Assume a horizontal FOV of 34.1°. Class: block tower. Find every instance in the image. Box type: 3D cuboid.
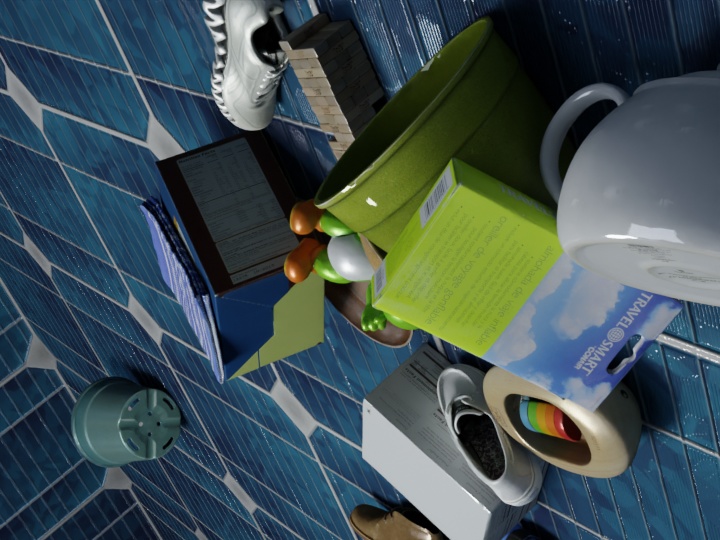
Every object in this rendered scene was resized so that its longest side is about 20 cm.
[{"bbox_3d":[-0.004,-0.148,1.142,0.058,0.054,0.201,10,134,55],"label":"block tower"}]

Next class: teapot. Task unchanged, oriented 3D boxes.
[{"bbox_3d":[0.223,-0.064,0.755,0.198,0.148,0.197,13,172,2],"label":"teapot"}]

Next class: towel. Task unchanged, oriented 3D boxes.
[{"bbox_3d":[-0.209,0.021,1.382,0.146,0.024,0.200,84,160,-43],"label":"towel"}]

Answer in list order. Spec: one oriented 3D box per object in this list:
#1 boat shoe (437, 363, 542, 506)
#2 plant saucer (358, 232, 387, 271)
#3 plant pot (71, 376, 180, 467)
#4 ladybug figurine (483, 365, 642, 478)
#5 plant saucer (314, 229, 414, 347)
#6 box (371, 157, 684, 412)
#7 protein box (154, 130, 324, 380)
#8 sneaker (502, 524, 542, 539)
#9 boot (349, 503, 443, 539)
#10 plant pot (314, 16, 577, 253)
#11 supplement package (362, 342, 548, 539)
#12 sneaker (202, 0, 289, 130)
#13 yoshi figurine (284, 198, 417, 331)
[{"bbox_3d":[0.124,0.166,1.261,0.068,0.072,0.201,38,-159,-40],"label":"boat shoe"},{"bbox_3d":[0.073,-0.008,1.039,0.200,0.200,0.036,45,123,14],"label":"plant saucer"},{"bbox_3d":[-0.496,0.331,2.540,0.195,0.200,0.201,-6,120,54],"label":"plant pot"},{"bbox_3d":[0.200,0.133,1.153,0.199,0.072,0.137,11,135,55],"label":"ladybug figurine"},{"bbox_3d":[0.000,0.000,1.369,0.200,0.034,0.201,40,154,23],"label":"plant saucer"},{"bbox_3d":[0.122,0.014,0.866,0.199,0.048,0.122,26,118,-17],"label":"box"},{"bbox_3d":[-0.141,-0.019,1.396,0.199,0.134,0.201,93,153,-57],"label":"protein box"},{"bbox_3d":[0.231,0.416,1.501,0.078,0.070,0.201,25,145,56],"label":"sneaker"},{"bbox_3d":[0.057,0.387,1.793,0.199,0.073,0.076,16,120,46],"label":"boot"},{"bbox_3d":[0.099,-0.061,0.943,0.193,0.201,0.200,43,158,-11],"label":"plant pot"},{"bbox_3d":[0.108,0.218,1.390,0.200,0.111,0.156,40,154,24],"label":"supplement package"},{"bbox_3d":[-0.110,-0.216,1.220,0.081,0.075,0.201,29,149,23],"label":"sneaker"},{"bbox_3d":[0.012,0.001,1.198,0.198,0.113,0.112,20,167,21],"label":"yoshi figurine"}]
